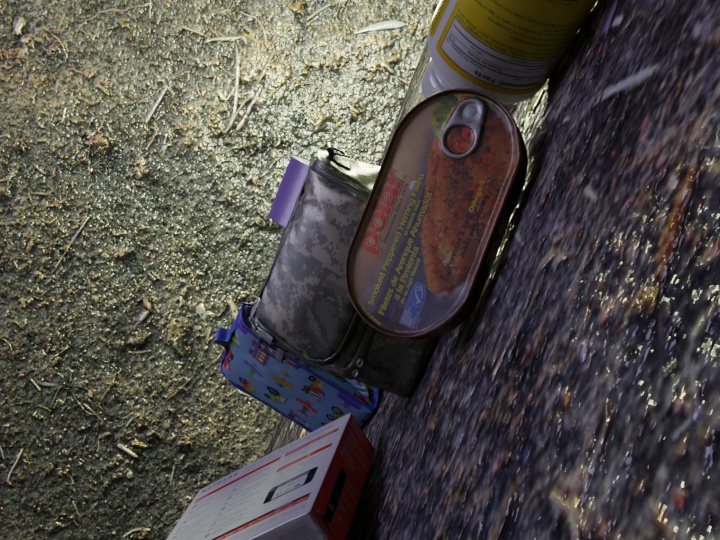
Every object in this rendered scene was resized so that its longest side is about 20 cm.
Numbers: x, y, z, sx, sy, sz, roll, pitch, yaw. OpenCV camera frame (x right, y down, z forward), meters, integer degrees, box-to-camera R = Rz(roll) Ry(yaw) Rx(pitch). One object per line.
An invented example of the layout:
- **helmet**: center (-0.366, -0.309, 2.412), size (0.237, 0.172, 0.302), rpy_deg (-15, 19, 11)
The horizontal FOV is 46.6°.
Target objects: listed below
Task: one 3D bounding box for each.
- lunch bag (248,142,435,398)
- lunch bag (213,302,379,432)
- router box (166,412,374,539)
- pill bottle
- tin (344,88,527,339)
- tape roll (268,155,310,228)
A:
- **lunch bag**: center (0.000, 0.000, 0.786), size (0.140, 0.166, 0.202), rpy_deg (-80, 12, -70)
- **lunch bag**: center (-0.081, 0.117, 0.991), size (0.151, 0.198, 0.095), rpy_deg (120, 171, -56)
- **router box**: center (-0.093, 0.230, 0.774), size (0.199, 0.049, 0.180), rpy_deg (-30, 9, 18)
- **pill bottle**: center (0.122, -0.212, 0.679), size (0.201, 0.111, 0.113), rpy_deg (118, 172, -52)
- **tin**: center (0.059, -0.043, 0.659), size (0.202, 0.111, 0.042), rpy_deg (-68, -24, -1)
- **tape roll**: center (-0.014, -0.072, 1.084), size (0.200, 0.198, 0.086), rpy_deg (-102, 34, -82)
